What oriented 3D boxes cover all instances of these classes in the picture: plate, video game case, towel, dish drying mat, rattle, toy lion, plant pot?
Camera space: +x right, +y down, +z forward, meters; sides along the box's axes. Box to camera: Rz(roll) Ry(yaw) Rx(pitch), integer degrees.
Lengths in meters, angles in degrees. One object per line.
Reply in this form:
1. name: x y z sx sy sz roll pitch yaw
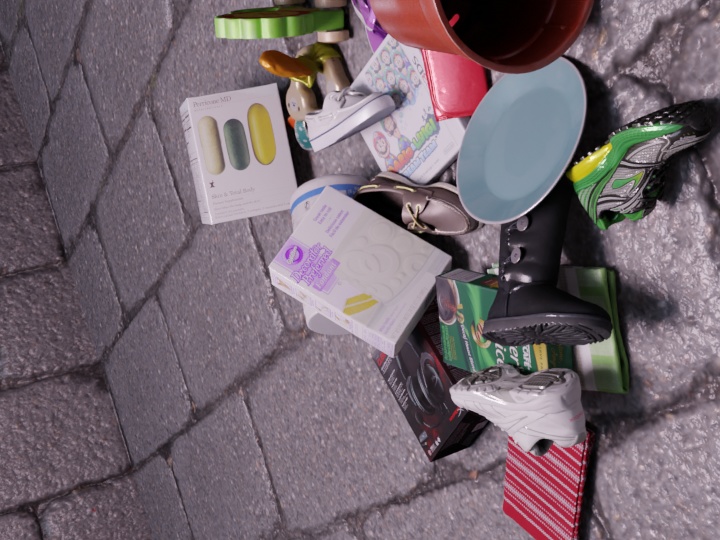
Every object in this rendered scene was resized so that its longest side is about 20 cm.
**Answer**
1. plate: 0.181 -0.142 1.145 0.200 0.025 0.201 -35 45 43
2. video game case: 0.060 -0.206 1.371 0.183 0.024 0.200 61 149 10
3. towel: 0.233 0.064 1.214 0.200 0.031 0.150 3 107 57
4. dish drying mat: 0.104 -0.284 1.242 0.076 0.018 0.201 -7 102 26
5. rattle: -0.109 -0.249 1.563 0.131 0.143 0.200 54 142 1
6. towel: 0.233 0.256 1.296 0.144 0.022 0.201 34 129 53
7. toy lion: -0.127 -0.358 1.484 0.200 0.191 0.069 25 123 55
8. plant pot: 0.113 -0.313 1.100 0.195 0.200 0.202 23 121 62

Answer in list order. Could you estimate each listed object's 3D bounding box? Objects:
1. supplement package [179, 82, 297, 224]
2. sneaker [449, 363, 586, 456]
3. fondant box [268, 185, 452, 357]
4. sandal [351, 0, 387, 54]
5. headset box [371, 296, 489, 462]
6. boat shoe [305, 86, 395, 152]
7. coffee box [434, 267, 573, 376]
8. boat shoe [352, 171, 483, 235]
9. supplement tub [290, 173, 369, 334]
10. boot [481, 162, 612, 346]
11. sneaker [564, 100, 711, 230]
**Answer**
1. supplement package: -0.200 -0.188 1.691 0.151 0.151 0.202 -168 67 -76
2. sneaker: 0.176 0.165 1.174 0.200 0.078 0.100 0 111 59
3. fondant box: 0.000 0.000 1.362 0.199 0.145 0.058 30 161 14
4. sandal: 0.012 -0.371 1.382 0.082 0.050 0.204 5 107 60
5. headset box: 0.101 0.135 1.418 0.201 0.077 0.149 59 147 25
6. boat shoe: -0.025 -0.215 1.404 0.200 0.073 0.066 -17 98 58
7. coffee box: 0.170 0.071 1.245 0.200 0.044 0.124 16 117 54
8. boat shoe: 0.073 -0.081 1.359 0.199 0.059 0.072 22 132 42
9. supplement tub: -0.027 -0.024 1.474 0.132 0.131 0.201 131 134 -56
10. boot: 0.211 -0.024 1.114 0.164 0.065 0.201 -5 64 48
11. sneaker: 0.283 -0.103 1.017 0.086 0.078 0.200 64 158 8
